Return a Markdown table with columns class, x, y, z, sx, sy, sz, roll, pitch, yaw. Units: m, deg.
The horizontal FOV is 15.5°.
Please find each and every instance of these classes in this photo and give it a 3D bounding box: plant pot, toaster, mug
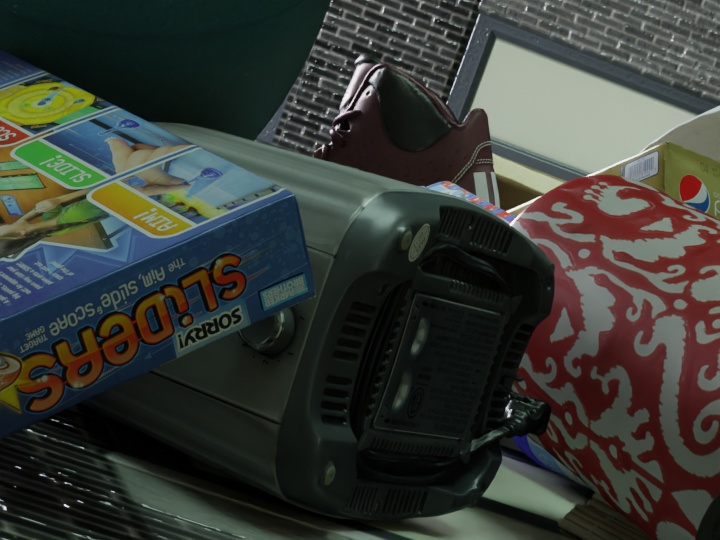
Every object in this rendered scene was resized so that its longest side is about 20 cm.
| class | x | y | z | sx | sy | sz | roll | pitch | yaw |
| --- | --- | --- | --- | --- | --- | --- | --- | --- | --- |
| plant pot | -0.106 | -0.105 | 0.995 | 0.198 | 0.189 | 0.201 | 9 | 43 | -8 |
| toaster | -0.020 | 0.016 | 0.922 | 0.129 | 0.114 | 0.200 | 20 | 4 | 26 |
| mug | 0.153 | 0.052 | 0.995 | 0.177 | 0.134 | 0.200 | 10 | 15 | -37 |

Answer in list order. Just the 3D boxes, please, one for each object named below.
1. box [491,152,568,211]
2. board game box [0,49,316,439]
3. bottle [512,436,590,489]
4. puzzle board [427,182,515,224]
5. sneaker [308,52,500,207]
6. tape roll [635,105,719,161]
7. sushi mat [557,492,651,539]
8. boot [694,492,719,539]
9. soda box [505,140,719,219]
| class | x | y | z | sx | sy | sz | roll | pitch | yaw |
| --- | --- | --- | --- | --- | --- | --- | --- | --- | --- |
| box | 0.087 | 0.005 | 1.423 | 0.199 | 0.021 | 0.164 | 22 | -38 | 12 |
| board game box | -0.122 | -0.010 | 0.797 | 0.135 | 0.035 | 0.200 | -24 | 28 | -24 |
| bottle | 0.149 | 0.085 | 1.132 | 0.083 | 0.066 | 0.200 | 21 | 4 | -40 |
| puzzle board | 0.000 | 0.000 | 1.173 | 0.150 | 0.018 | 0.200 | -19 | 15 | -12 |
| sneaker | -0.020 | -0.052 | 1.360 | 0.198 | 0.116 | 0.076 | -2 | -2 | 14 |
| tape roll | 0.207 | 0.015 | 1.286 | 0.201 | 0.204 | 0.071 | 22 | 14 | 14 |
| sushi mat | 0.179 | 0.112 | 1.003 | 0.199 | 0.012 | 0.095 | 24 | 42 | 36 |
| boot | 0.223 | 0.130 | 0.869 | 0.182 | 0.073 | 0.199 | 40 | 24 | 33 |
| soda box | 0.096 | 0.007 | 1.233 | 0.067 | 0.064 | 0.199 | 18 | -27 | -35 |
